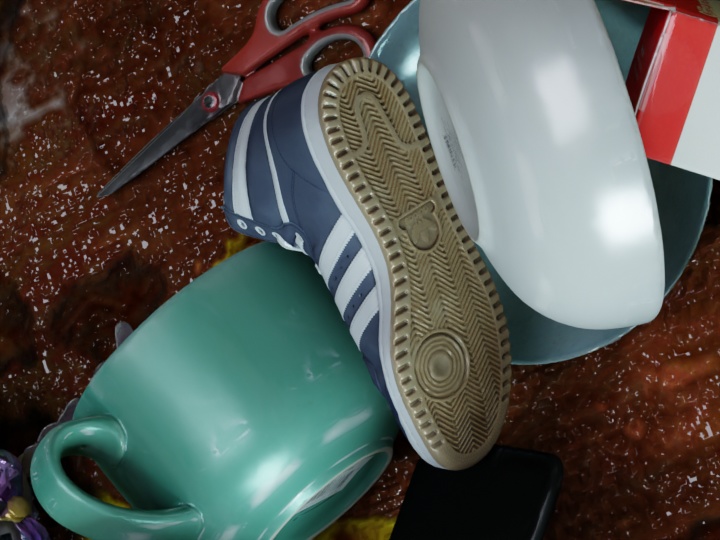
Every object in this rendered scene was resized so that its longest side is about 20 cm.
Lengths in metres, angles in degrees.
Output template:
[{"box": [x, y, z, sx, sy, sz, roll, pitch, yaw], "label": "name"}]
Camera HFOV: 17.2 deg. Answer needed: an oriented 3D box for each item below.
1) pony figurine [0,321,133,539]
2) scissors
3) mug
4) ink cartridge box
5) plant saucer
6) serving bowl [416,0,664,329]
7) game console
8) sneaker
[{"box": [-0.204, 0.121, 1.287, 0.193, 0.166, 0.201, -43, 52, 48], "label": "pony figurine"}, {"box": [-0.072, -0.103, 1.284, 0.199, 0.014, 0.074, -21, 85, 28], "label": "scissors"}, {"box": [-0.064, 0.086, 1.200, 0.185, 0.152, 0.114, -40, 75, -7], "label": "mug"}, {"box": [0.181, -0.075, 1.057, 0.199, 0.116, 0.068, 18, 103, 1], "label": "ink cartridge box"}, {"box": [0.086, -0.055, 1.188, 0.200, 0.039, 0.202, 1, 93, 26], "label": "plant saucer"}, {"box": [0.069, -0.063, 1.062, 0.065, 0.200, 0.201, -18, 83, -5], "label": "serving bowl"}, {"box": [0.069, 0.187, 1.148, 0.116, 0.200, 0.176, -36, 98, -13], "label": "game console"}, {"box": [0.000, 0.000, 1.145, 0.108, 0.070, 0.201, -7, 105, 54], "label": "sneaker"}]
